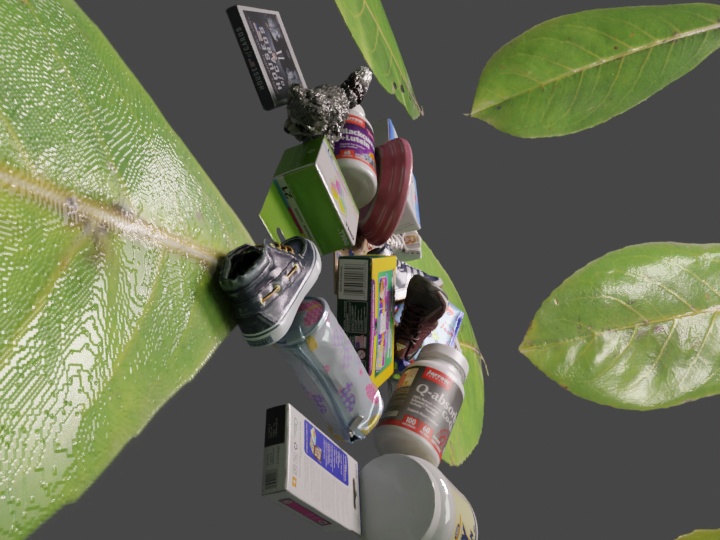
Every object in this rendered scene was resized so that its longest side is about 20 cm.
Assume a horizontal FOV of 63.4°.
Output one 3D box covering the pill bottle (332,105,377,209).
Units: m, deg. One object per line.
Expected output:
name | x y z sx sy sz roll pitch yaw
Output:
pill bottle | -0.028 -0.215 1.051 0.112 0.110 0.202 56 24 -47

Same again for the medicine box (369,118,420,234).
medicine box | 0.058 -0.209 1.353 0.184 0.102 0.201 -90 159 -43

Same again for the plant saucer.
plant saucer | 0.034 -0.149 1.080 0.200 0.050 0.204 -167 -90 -73

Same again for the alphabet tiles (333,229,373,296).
alphabet tiles | 0.000 0.000 1.072 0.167 0.007 0.202 41 34 -41

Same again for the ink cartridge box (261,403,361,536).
ink cartridge box | -0.051 0.242 0.685 0.200 0.037 0.096 53 25 -46

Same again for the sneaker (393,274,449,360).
sneaker | 0.092 0.096 0.995 0.116 0.075 0.201 -54 159 -20

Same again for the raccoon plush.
raccoon plush | -0.054 -0.285 0.923 0.202 0.096 0.134 -62 179 -14

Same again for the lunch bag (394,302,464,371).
lunch bag | 0.108 0.123 1.143 0.150 0.094 0.201 37 37 -9

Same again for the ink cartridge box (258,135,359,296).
ink cartridge box | -0.067 -0.083 0.859 0.201 0.075 0.149 -84 153 -55

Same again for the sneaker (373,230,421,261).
sneaker | 0.068 -0.066 1.231 0.200 0.114 0.075 35 43 -62

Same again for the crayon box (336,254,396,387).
crayon box | 0.012 0.078 0.919 0.172 0.057 0.203 -8 100 -75

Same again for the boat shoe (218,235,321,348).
boat shoe | -0.100 -0.008 0.683 0.201 0.070 0.092 -76 150 -56

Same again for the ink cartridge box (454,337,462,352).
ink cartridge box | 0.161 0.193 1.303 0.200 0.114 0.068 -40 112 -73

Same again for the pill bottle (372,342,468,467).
pill bottle | 0.108 0.227 0.984 0.201 0.115 0.117 -58 133 -40

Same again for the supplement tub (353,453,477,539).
supplement tub | 0.075 0.348 0.816 0.200 0.143 0.147 54 25 -49

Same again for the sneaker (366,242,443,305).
sneaker | 0.074 0.004 1.088 0.199 0.070 0.110 -12 76 -46

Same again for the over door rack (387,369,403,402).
over door rack | 0.111 0.290 1.128 0.200 0.066 0.150 52 28 -53

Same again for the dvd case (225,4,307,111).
dvd case | -0.143 -0.344 0.942 0.200 0.024 0.152 -65 137 -67

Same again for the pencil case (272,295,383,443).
pencil case | -0.042 0.128 0.738 0.091 0.082 0.202 -71 143 -50
